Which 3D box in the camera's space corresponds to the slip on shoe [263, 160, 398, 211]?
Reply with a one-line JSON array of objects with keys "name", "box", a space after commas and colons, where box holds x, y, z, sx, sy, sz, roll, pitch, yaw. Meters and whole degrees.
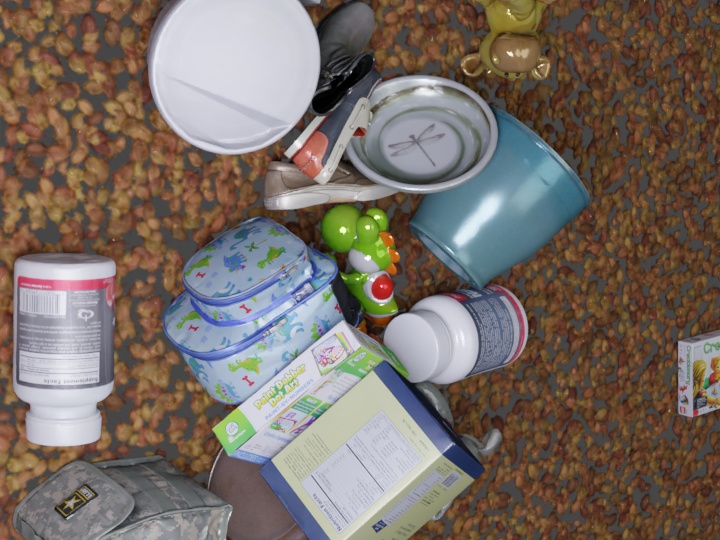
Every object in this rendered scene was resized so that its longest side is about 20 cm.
[{"name": "slip on shoe", "box": [-0.034, -0.116, 1.640, 0.199, 0.076, 0.061, -9, 97, -29]}]

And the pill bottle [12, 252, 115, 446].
[{"name": "pill bottle", "box": [-0.325, 0.085, 1.420, 0.110, 0.110, 0.202, -3, 99, -37]}]

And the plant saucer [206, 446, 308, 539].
[{"name": "plant saucer", "box": [-0.118, 0.273, 1.655, 0.199, 0.034, 0.202, -7, 101, -37]}]

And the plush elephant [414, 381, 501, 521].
[{"name": "plush elephant", "box": [0.092, 0.238, 1.731, 0.200, 0.154, 0.165, 44, 71, -33]}]

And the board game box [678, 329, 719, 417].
[{"name": "board game box", "box": [0.614, 0.165, 2.195, 0.199, 0.035, 0.127, -11, 103, -36]}]

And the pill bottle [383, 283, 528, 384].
[{"name": "pill bottle", "box": [0.125, 0.087, 1.731, 0.199, 0.119, 0.121, -11, 104, -51]}]

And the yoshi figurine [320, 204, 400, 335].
[{"name": "yoshi figurine", "box": [-0.008, -0.010, 1.646, 0.111, 0.113, 0.201, 1, 134, -3]}]

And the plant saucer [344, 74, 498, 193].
[{"name": "plant saucer", "box": [0.076, -0.165, 1.661, 0.200, 0.200, 0.050, -41, 151, -25]}]

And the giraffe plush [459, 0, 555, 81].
[{"name": "giraffe plush", "box": [0.203, -0.335, 1.754, 0.200, 0.171, 0.163, -37, 136, -66]}]

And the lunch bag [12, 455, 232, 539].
[{"name": "lunch bag", "box": [-0.273, 0.287, 1.456, 0.199, 0.164, 0.119, 0, 103, -38]}]

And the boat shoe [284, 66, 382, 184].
[{"name": "boat shoe", "box": [-0.021, -0.184, 1.609, 0.062, 0.071, 0.200, 41, 50, -5]}]

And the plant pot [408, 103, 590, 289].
[{"name": "plant pot", "box": [0.172, -0.085, 1.734, 0.188, 0.200, 0.200, -48, 123, -3]}]

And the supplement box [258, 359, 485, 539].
[{"name": "supplement box", "box": [0.019, 0.242, 1.560, 0.200, 0.134, 0.200, -41, 156, 1]}]

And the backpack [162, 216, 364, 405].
[{"name": "backpack", "box": [-0.130, 0.042, 1.518, 0.200, 0.183, 0.147, -38, 125, -14]}]

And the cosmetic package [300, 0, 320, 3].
[{"name": "cosmetic package", "box": [-0.134, -0.389, 1.513, 0.199, 0.081, 0.114, 12, 90, -39]}]

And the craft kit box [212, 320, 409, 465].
[{"name": "craft kit box", "box": [-0.053, 0.154, 1.529, 0.197, 0.049, 0.200, -37, 158, 6]}]

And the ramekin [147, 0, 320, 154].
[{"name": "ramekin", "box": [-0.153, -0.241, 1.484, 0.201, 0.094, 0.204, -8, 112, -21]}]

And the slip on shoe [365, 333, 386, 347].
[{"name": "slip on shoe", "box": [-0.058, 0.124, 1.640, 0.199, 0.061, 0.075, -13, 123, -8]}]

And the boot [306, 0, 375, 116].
[{"name": "boot", "box": [-0.019, -0.255, 1.587, 0.200, 0.130, 0.068, -50, 122, -21]}]
